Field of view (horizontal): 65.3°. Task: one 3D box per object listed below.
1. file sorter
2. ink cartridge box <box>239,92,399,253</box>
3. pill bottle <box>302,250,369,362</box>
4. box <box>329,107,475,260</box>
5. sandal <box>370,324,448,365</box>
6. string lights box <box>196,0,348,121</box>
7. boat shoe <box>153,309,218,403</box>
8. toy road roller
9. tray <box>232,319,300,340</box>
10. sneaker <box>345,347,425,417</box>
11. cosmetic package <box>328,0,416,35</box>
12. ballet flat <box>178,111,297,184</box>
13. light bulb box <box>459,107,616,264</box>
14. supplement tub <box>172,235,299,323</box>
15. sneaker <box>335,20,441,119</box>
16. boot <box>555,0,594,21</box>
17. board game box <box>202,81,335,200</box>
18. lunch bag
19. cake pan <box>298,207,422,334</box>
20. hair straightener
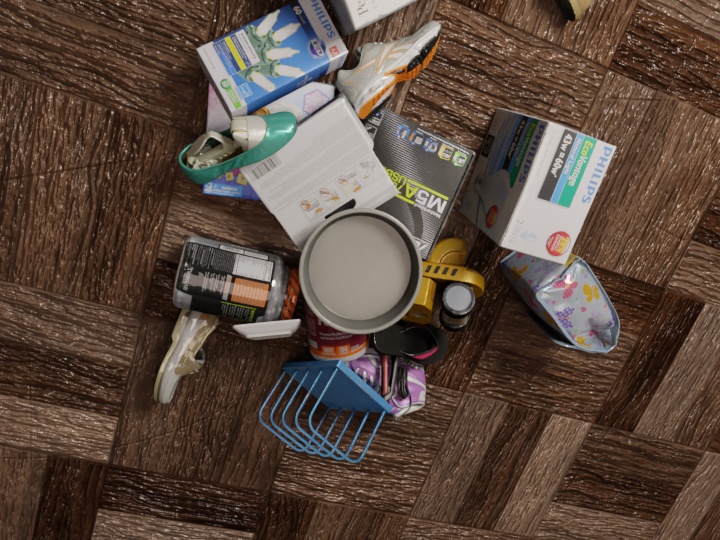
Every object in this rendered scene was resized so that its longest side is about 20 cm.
[{"bbox_3d":[-0.071,0.253,1.007,0.139,0.199,0.123,44,59,-21],"label":"file sorter"},{"bbox_3d":[-0.063,-0.150,0.896,0.198,0.044,0.174,-30,115,13],"label":"ink cartridge box"},{"bbox_3d":[-0.046,0.050,0.995,0.112,0.114,0.203,-8,112,-6],"label":"pill bottle"},{"bbox_3d":[0.063,-0.146,0.935,0.198,0.048,0.195,26,93,-1],"label":"box"},{"bbox_3d":[0.103,0.133,1.038,0.198,0.045,0.076,11,66,-42],"label":"sandal"},{"bbox_3d":[-0.130,-0.317,0.837,0.198,0.059,0.104,-31,95,-11],"label":"string lights box"},{"bbox_3d":[-0.316,0.157,1.014,0.068,0.075,0.202,21,105,-10],"label":"boat shoe"},{"bbox_3d":[0.122,0.017,1.008,0.197,0.123,0.148,8,71,9],"label":"toy road roller"},{"bbox_3d":[-0.155,0.103,0.961,0.106,0.200,0.023,-4,82,-7],"label":"tray"},{"bbox_3d":[0.034,0.216,1.065,0.197,0.116,0.073,10,139,-12],"label":"sneaker"},{"bbox_3d":[0.036,-0.455,0.789,0.198,0.165,0.166,-26,112,2],"label":"cosmetic package"},{"bbox_3d":[-0.189,-0.188,0.837,0.198,0.068,0.070,-23,158,16],"label":"ballet flat"},{"bbox_3d":[0.279,-0.145,0.928,0.123,0.200,0.201,14,108,-14],"label":"light bulb box"},{"bbox_3d":[-0.207,0.021,0.954,0.197,0.123,0.124,14,108,-14],"label":"supplement tub"},{"bbox_3d":[0.043,-0.337,0.883,0.200,0.076,0.092,-44,81,-11],"label":"sneaker"},{"bbox_3d":[0.374,-0.525,0.876,0.199,0.066,0.175,-40,124,8],"label":"boot"},{"bbox_3d":[-0.151,-0.215,0.917,0.197,0.041,0.203,5,110,-11],"label":"board game box"},{"bbox_3d":[0.369,0.055,1.035,0.127,0.170,0.200,-40,112,6],"label":"lunch bag"},{"bbox_3d":[0.000,0.000,0.903,0.197,0.037,0.204,-1,101,-4],"label":"cake pan"},{"bbox_3d":[0.074,0.180,1.041,0.076,0.203,0.041,8,152,-15],"label":"hair straightener"}]
